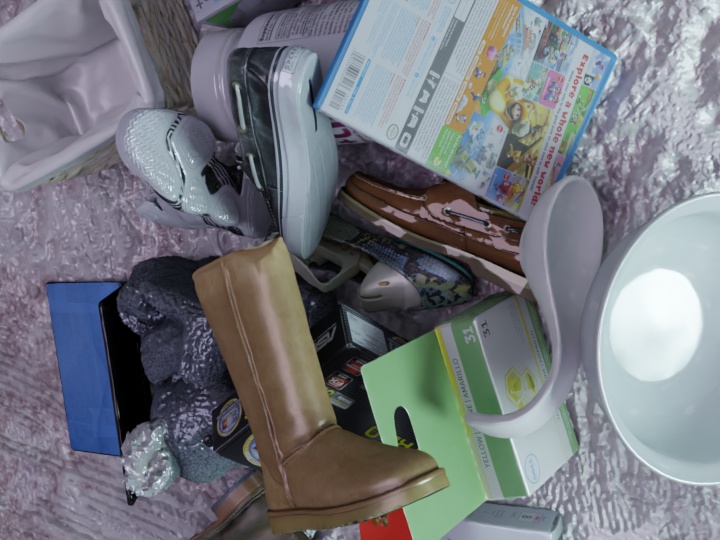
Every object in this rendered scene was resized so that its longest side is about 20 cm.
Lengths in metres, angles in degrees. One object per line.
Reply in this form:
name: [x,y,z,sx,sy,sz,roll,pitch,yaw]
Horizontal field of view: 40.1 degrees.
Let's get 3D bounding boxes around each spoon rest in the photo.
spoon rest: [0.139,0.028,0.722,0.060,0.099,0.202,13,77,39]

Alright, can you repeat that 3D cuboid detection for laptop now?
laptop: [-0.271,0.113,0.977,0.114,0.200,0.190,-7,98,0]

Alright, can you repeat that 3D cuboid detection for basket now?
basket: [-0.249,-0.173,0.914,0.198,0.123,0.137,-22,90,27]

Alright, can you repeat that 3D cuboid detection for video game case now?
video game case: [0.081,-0.140,0.733,0.198,0.018,0.144,25,90,-17]

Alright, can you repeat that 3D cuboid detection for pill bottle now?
pill bottle: [-0.033,-0.160,0.817,0.198,0.113,0.115,-1,100,27]

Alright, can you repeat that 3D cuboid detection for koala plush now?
koala plush: [-0.140,0.100,0.899,0.182,0.176,0.203,16,107,35]

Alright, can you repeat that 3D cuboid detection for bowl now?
bowl: [0.234,0.045,0.717,0.198,0.090,0.204,-1,94,-17]

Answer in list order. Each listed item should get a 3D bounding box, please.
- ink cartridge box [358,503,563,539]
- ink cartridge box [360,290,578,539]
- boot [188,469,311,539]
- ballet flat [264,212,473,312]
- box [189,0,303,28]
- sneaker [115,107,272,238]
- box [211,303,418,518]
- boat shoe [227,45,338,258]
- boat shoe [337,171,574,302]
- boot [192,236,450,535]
ink cartridge box: [0.084,0.291,0.886,0.197,0.057,0.165,0,100,21]
ink cartridge box: [0.091,0.108,0.759,0.048,0.199,0.147,-16,93,35]
boot: [-0.130,0.293,0.976,0.097,0.075,0.200,46,114,14]
ballet flat: [0.000,0.000,0.853,0.198,0.074,0.075,23,109,26]
box: [-0.065,-0.322,0.812,0.198,0.096,0.179,-20,89,27]
sneaker: [-0.165,-0.081,0.861,0.114,0.200,0.076,6,76,31]
box: [0.002,0.125,0.820,0.160,0.199,0.045,-39,40,24]
boat shoe: [-0.062,-0.095,0.771,0.070,0.072,0.201,16,139,16]
boat shoe: [0.080,-0.047,0.814,0.198,0.072,0.069,24,106,9]
boot: [-0.037,0.074,0.683,0.174,0.066,0.202,-22,82,40]
